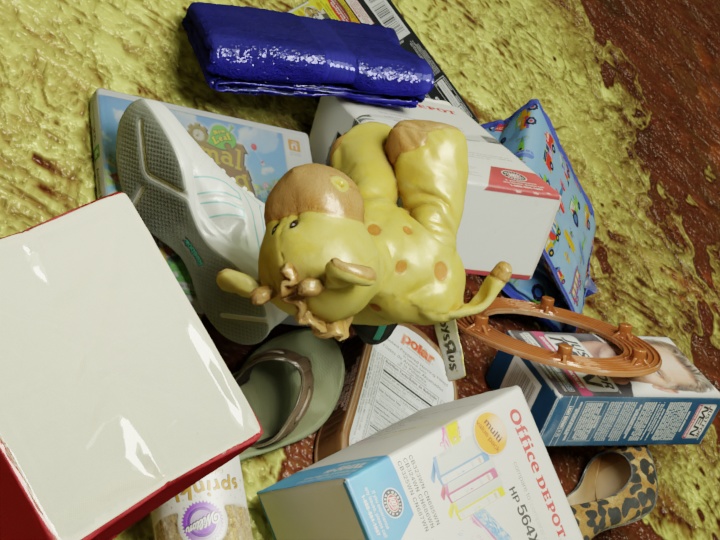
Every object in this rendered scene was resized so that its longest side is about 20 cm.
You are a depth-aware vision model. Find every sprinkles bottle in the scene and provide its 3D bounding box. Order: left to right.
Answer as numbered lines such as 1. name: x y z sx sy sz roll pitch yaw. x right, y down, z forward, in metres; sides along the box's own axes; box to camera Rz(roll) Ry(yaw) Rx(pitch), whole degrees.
1. sprinkles bottle: -0.106 0.167 0.892 0.068 0.068 0.202 2 72 -45

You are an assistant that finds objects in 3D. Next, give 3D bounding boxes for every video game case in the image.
1. video game case: -0.116 -0.048 1.075 0.199 0.022 0.184 9 57 -33
2. video game case: 0.017 -0.190 1.326 0.201 0.025 0.181 53 39 -4

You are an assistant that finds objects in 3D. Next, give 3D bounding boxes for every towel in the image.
1. towel: -0.049 -0.184 1.159 0.198 0.050 0.148 5 23 -18

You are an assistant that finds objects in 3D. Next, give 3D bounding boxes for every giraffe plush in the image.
1. giraffe plush: -0.012 -0.014 0.939 0.161 0.172 0.201 2 55 -47

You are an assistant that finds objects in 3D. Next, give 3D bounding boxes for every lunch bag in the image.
1. lunch bag: 0.184 -0.041 1.345 0.200 0.094 0.151 46 42 -31

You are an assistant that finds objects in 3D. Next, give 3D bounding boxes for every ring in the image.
1. ring: 0.176 0.053 1.215 0.199 0.200 0.019 -4 110 -46

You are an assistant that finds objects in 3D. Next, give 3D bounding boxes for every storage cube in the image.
1. storage cube: -0.198 0.088 0.791 0.170 0.179 0.201 -25 81 -50

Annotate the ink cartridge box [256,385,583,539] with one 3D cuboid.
1. ink cartridge box: 0.053 0.176 0.980 0.199 0.125 0.130 -23 90 -36

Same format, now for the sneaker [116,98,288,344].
1. sneaker: -0.114 -0.042 1.017 0.080 0.070 0.201 -35 94 -51

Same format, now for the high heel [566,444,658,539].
1. high heel: 0.199 0.187 1.208 0.142 0.071 0.201 37 49 -27

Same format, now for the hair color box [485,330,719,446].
1. hair color box: 0.227 0.109 1.244 0.198 0.061 0.100 4 32 -31

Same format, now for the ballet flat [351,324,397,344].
1. ballet flat: 0.000 0.000 1.130 0.067 0.069 0.200 9 24 -9

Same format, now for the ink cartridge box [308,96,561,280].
1. ink cartridge box: 0.055 -0.078 1.150 0.146 0.084 0.200 6 25 -27

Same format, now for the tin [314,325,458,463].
1. tin: 0.026 0.127 1.105 0.112 0.042 0.201 41 41 -24

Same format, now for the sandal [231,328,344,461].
1. sandal: -0.070 0.098 1.009 0.201 0.057 0.080 -29 85 -52
